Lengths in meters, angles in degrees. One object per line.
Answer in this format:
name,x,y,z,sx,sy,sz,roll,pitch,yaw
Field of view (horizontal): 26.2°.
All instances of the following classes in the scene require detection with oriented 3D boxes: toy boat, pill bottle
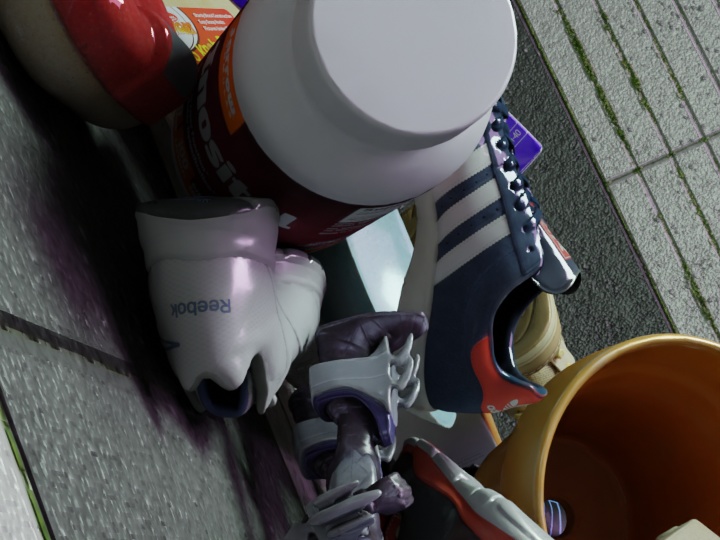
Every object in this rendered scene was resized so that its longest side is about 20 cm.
toy boat,-0.105,-0.171,0.682,0.131,0.131,0.200,45,22,-78
pill bottle,-0.011,-0.076,0.676,0.113,0.113,0.200,66,-21,1

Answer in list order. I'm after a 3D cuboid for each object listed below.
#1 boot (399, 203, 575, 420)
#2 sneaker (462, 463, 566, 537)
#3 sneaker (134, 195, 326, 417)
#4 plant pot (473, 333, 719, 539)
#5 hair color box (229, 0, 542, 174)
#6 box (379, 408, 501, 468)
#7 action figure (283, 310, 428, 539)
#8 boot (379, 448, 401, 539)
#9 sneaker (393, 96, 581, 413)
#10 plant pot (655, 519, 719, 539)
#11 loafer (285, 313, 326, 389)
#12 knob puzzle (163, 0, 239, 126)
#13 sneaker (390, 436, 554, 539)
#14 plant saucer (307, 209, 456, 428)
boot,0.101,0.046,1.023,0.156,0.073,0.200,55,-3,-31
sneaker,0.111,0.174,1.107,0.070,0.200,0.078,-6,-91,50
sneaker,-0.059,0.026,0.699,0.200,0.074,0.087,49,39,-76
plant pot,0.158,0.154,0.977,0.200,0.200,0.183,66,-24,3
hair color box,-0.001,-0.122,0.845,0.200,0.065,0.109,39,6,-25
box,0.038,0.098,1.151,0.124,0.097,0.200,-109,173,-49
action figure,-0.001,0.114,0.671,0.130,0.069,0.200,88,1,-47
boot,0.040,0.201,0.882,0.144,0.072,0.200,46,19,-54
sneaker,0.070,-0.027,0.769,0.075,0.084,0.200,-2,97,-70
plant pot,0.141,0.241,0.765,0.177,0.200,0.200,58,26,12
loafer,-0.047,-0.004,0.938,0.200,0.070,0.070,-98,172,-52
knob puzzle,-0.100,-0.124,0.922,0.220,0.030,0.220,39,25,-22
sneaker,0.039,0.141,0.767,0.077,0.082,0.200,40,-5,-10
plant saucer,0.000,0.000,0.873,0.201,0.039,0.201,-22,90,-79
